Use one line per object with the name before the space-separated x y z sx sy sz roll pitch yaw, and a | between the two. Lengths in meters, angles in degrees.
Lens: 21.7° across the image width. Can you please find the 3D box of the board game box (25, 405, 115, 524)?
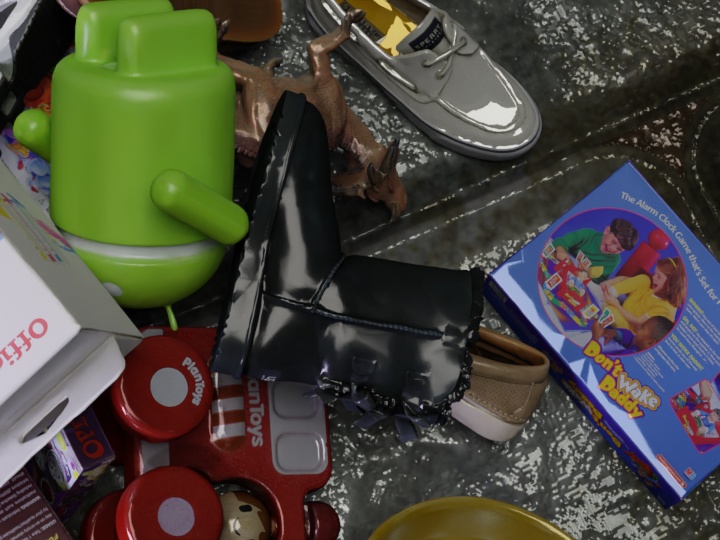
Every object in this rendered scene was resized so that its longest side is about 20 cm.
board game box | -0.225 0.059 1.216 0.032 0.120 0.201 -20 73 -27

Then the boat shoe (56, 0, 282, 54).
boat shoe | -0.140 -0.179 1.267 0.070 0.199 0.071 -4 82 37

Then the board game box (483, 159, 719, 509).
board game box | 0.199 0.043 1.299 0.134 0.045 0.200 -38 80 -14

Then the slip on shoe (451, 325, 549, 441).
slip on shoe | 0.034 0.041 1.262 0.199 0.061 0.076 31 29 2

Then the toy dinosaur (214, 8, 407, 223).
toy dinosaur | -0.048 -0.095 1.263 0.199 0.086 0.136 -6 70 -30

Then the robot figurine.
robot figurine | -0.137 -0.067 1.181 0.115 0.175 0.201 -15 117 -43

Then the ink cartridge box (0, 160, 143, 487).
ink cartridge box | -0.234 0.023 1.098 0.128 0.125 0.200 -41 81 6

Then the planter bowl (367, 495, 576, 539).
planter bowl | 0.075 0.250 1.193 0.199 0.084 0.201 12 46 -13

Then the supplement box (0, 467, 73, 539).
supplement box | -0.255 0.135 1.198 0.061 0.109 0.200 -32 78 -24

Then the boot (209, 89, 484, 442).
boot | 0.000 -0.001 1.193 0.161 0.073 0.200 13 81 -10

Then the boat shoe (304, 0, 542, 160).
boat shoe | 0.046 -0.154 1.330 0.200 0.070 0.071 40 74 7

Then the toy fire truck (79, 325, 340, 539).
toy fire truck | -0.092 0.129 1.226 0.167 0.112 0.201 1 74 -24

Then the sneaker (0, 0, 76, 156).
sneaker | -0.251 -0.149 1.235 0.088 0.074 0.201 26 72 15

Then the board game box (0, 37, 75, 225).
board game box | -0.204 -0.112 1.301 0.134 0.045 0.200 -35 80 -13
